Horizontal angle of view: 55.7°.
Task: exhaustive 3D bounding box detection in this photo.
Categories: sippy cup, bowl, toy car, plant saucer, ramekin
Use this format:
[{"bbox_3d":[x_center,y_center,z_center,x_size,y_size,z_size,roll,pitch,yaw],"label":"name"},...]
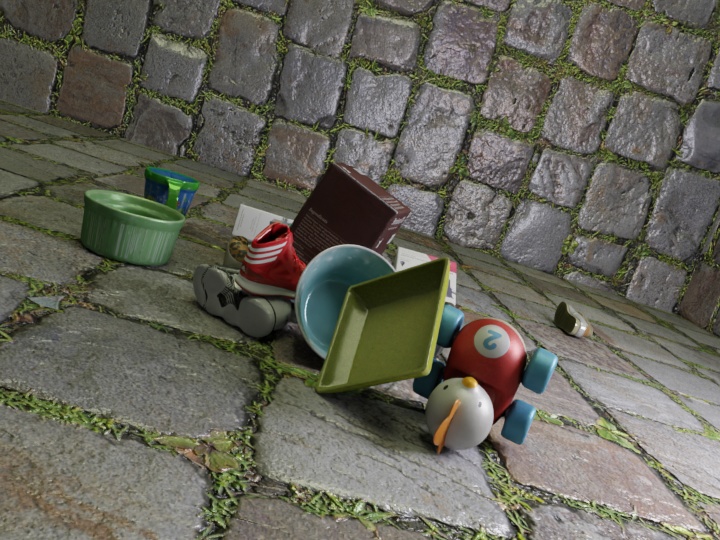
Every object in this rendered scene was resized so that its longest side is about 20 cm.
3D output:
[{"bbox_3d":[-0.481,-0.175,1.693,0.138,0.132,0.178,19,10,11],"label":"sippy cup"},{"bbox_3d":[-0.030,0.067,1.148,0.198,0.204,0.105,14,-17,-19],"label":"bowl"},{"bbox_3d":[0.151,0.172,0.949,0.182,0.179,0.200,24,24,18],"label":"toy car"},{"bbox_3d":[0.045,0.091,0.997,0.198,0.202,0.048,-18,-50,37],"label":"plant saucer"},{"bbox_3d":[-0.459,-0.084,1.362,0.197,0.099,0.200,18,10,-3],"label":"ramekin"}]

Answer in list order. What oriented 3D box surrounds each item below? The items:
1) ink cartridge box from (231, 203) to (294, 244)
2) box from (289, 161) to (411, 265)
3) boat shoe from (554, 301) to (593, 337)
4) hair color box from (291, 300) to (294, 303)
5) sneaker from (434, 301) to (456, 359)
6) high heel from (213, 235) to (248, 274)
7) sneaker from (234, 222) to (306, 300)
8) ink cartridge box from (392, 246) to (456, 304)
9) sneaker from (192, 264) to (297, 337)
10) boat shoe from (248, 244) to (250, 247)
[{"bbox_3d":[-0.213,-0.081,1.682,0.197,0.086,0.146,16,-12,-8],"label":"ink cartridge box"},{"bbox_3d":[-0.028,-0.084,1.361,0.163,0.201,0.166,37,13,8],"label":"box"},{"bbox_3d":[0.651,0.158,2.086,0.067,0.076,0.200,23,17,-6],"label":"boat shoe"},{"bbox_3d":[-0.113,0.027,1.340,0.198,0.061,0.099,33,12,-7],"label":"hair color box"},{"bbox_3d":[0.130,0.116,1.302,0.075,0.116,0.199,19,12,17],"label":"sneaker"},{"bbox_3d":[-0.224,-0.013,1.456,0.140,0.072,0.201,14,24,0],"label":"high heel"},{"bbox_3d":[-0.114,-0.015,1.172,0.078,0.117,0.199,35,21,33],"label":"sneaker"},{"bbox_3d":[0.133,0.051,1.502,0.142,0.085,0.201,15,35,-2],"label":"ink cartridge box"},{"bbox_3d":[-0.199,0.051,1.193,0.198,0.076,0.114,30,15,28],"label":"sneaker"},{"bbox_3d":[-0.197,-0.023,1.526,0.071,0.071,0.200,-14,23,-28],"label":"boat shoe"}]
